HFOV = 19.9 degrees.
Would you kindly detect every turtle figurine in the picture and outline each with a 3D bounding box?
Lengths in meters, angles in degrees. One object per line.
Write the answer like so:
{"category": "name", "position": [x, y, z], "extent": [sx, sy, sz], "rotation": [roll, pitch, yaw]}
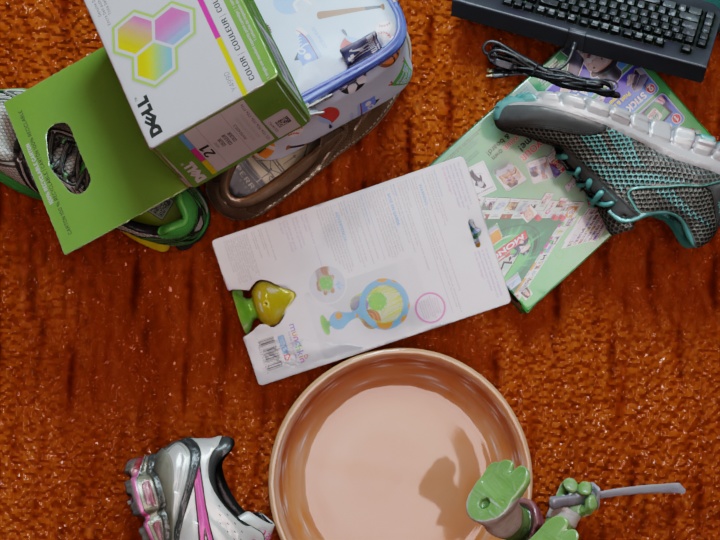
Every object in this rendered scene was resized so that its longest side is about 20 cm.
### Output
{"category": "turtle figurine", "position": [0.174, 0.199, 1.492], "extent": [0.199, 0.194, 0.145], "rotation": [-16, 56, 22]}

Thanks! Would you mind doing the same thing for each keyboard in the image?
{"category": "keyboard", "position": [0.164, -0.181, 1.544], "extent": [0.199, 0.021, 0.127], "rotation": [15, 57, 9]}

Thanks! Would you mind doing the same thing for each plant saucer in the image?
{"category": "plant saucer", "position": [0.029, 0.159, 1.549], "extent": [0.199, 0.037, 0.201], "rotation": [0, 87, -5]}

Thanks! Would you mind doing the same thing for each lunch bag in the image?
{"category": "lunch bag", "position": [-0.062, -0.183, 1.505], "extent": [0.160, 0.076, 0.200], "rotation": [-28, 63, -7]}

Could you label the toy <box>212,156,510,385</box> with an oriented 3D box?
{"category": "toy", "position": [0.000, 0.000, 1.550], "extent": [0.199, 0.047, 0.116], "rotation": [-19, 92, -2]}

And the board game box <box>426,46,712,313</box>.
{"category": "board game box", "position": [0.155, -0.083, 1.578], "extent": [0.200, 0.029, 0.135], "rotation": [-41, 93, -7]}

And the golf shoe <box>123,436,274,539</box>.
{"category": "golf shoe", "position": [-0.101, 0.220, 1.509], "extent": [0.092, 0.073, 0.201], "rotation": [-21, 90, 3]}

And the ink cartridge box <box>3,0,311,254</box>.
{"category": "ink cartridge box", "position": [-0.156, -0.125, 1.428], "extent": [0.199, 0.076, 0.148], "rotation": [-29, 63, 6]}

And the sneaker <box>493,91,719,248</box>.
{"category": "sneaker", "position": [0.189, -0.074, 1.532], "extent": [0.199, 0.078, 0.092], "rotation": [18, 89, -3]}

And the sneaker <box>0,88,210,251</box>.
{"category": "sneaker", "position": [-0.201, -0.080, 1.514], "extent": [0.199, 0.085, 0.078], "rotation": [23, 85, -3]}

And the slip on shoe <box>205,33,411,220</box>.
{"category": "slip on shoe", "position": [-0.037, -0.117, 1.544], "extent": [0.200, 0.061, 0.076], "rotation": [-41, 91, -6]}

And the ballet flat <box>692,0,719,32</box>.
{"category": "ballet flat", "position": [0.260, -0.240, 1.587], "extent": [0.200, 0.076, 0.064], "rotation": [39, 53, -6]}
